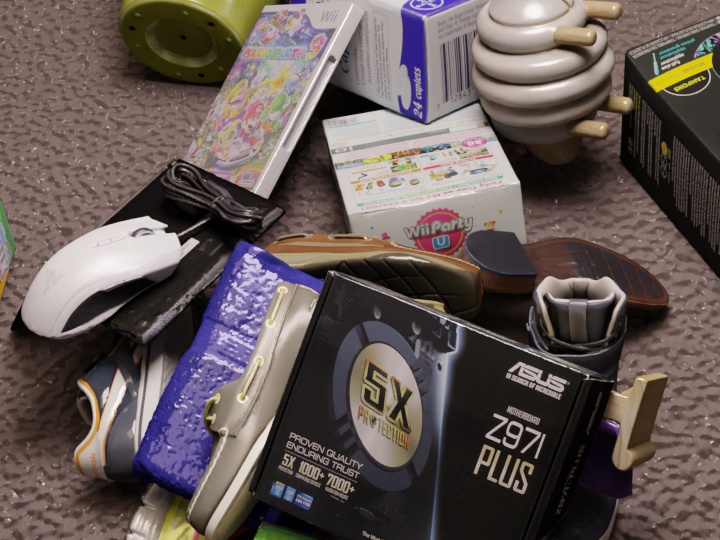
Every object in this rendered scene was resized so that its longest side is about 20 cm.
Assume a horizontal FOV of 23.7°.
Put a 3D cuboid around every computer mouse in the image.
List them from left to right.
[{"bbox_3d":[-0.181,-0.016,1.351,0.199,0.044,0.109,-34,50,-22],"label":"computer mouse"}]

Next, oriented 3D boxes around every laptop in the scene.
[{"bbox_3d":[-0.182,0.001,1.441,0.199,0.104,0.177,25,55,31],"label":"laptop"}]

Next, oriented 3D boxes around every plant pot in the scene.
[{"bbox_3d":[-0.153,-0.297,1.681,0.198,0.201,0.195,7,60,13],"label":"plant pot"}]

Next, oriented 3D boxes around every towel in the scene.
[{"bbox_3d":[-0.067,0.094,1.283,0.146,0.050,0.202,25,68,2],"label":"towel"}]

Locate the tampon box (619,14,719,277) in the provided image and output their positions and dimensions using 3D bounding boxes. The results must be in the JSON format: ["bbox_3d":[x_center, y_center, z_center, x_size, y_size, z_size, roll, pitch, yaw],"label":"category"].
[{"bbox_3d":[0.336,-0.109,1.473,0.148,0.127,0.201,-22,48,-13],"label":"tampon box"}]

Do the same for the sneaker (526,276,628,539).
[{"bbox_3d":[0.161,0.098,1.292,0.076,0.147,0.204,2,49,6],"label":"sneaker"}]

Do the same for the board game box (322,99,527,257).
[{"bbox_3d":[0.052,-0.078,1.484,0.146,0.065,0.201,-11,27,-2],"label":"board game box"}]

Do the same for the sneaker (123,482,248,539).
[{"bbox_3d":[-0.105,0.162,1.319,0.089,0.079,0.201,17,57,12],"label":"sneaker"}]

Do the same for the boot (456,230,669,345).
[{"bbox_3d":[0.154,0.029,1.418,0.198,0.097,0.075,11,37,-23],"label":"boot"}]

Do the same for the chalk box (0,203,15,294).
[{"bbox_3d":[-0.378,-0.023,1.472,0.123,0.125,0.201,0,46,8],"label":"chalk box"}]

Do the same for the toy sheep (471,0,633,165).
[{"bbox_3d":[0.159,-0.182,1.476,0.136,0.202,0.138,-8,29,4],"label":"toy sheep"}]

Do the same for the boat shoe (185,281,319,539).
[{"bbox_3d":[-0.075,0.099,1.218,0.060,0.072,0.203,25,66,9],"label":"boat shoe"}]

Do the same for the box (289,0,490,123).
[{"bbox_3d":[0.062,-0.240,1.598,0.183,0.106,0.199,-26,36,-32],"label":"box"}]

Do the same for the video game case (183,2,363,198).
[{"bbox_3d":[-0.087,-0.153,1.547,0.143,0.018,0.202,8,67,52],"label":"video game case"}]

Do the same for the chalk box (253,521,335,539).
[{"bbox_3d":[-0.028,0.264,1.173,0.123,0.125,0.201,11,49,16],"label":"chalk box"}]

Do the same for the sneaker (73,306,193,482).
[{"bbox_3d":[-0.185,0.084,1.390,0.078,0.079,0.201,-6,42,10],"label":"sneaker"}]

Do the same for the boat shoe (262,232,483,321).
[{"bbox_3d":[0.000,0.000,1.359,0.197,0.076,0.074,4,35,14],"label":"boat shoe"}]

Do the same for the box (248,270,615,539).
[{"bbox_3d":[0.049,0.113,1.161,0.198,0.086,0.165,22,92,20],"label":"box"}]

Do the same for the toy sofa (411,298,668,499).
[{"bbox_3d":[0.113,0.094,1.231,0.198,0.083,0.099,18,94,20],"label":"toy sofa"}]
